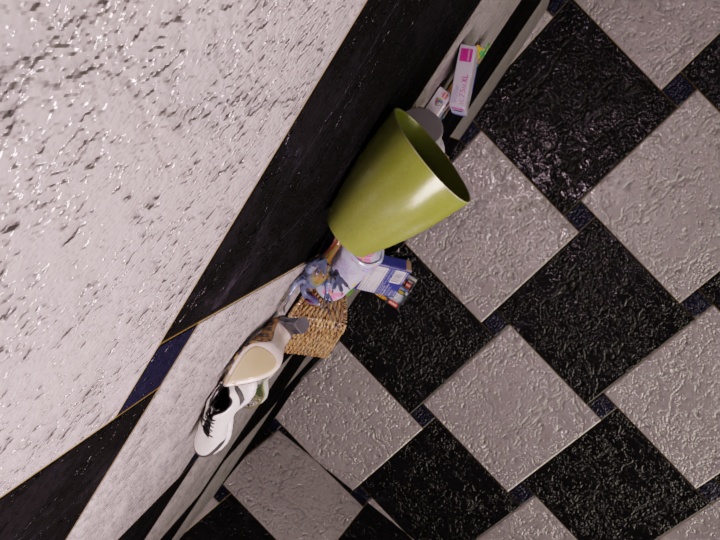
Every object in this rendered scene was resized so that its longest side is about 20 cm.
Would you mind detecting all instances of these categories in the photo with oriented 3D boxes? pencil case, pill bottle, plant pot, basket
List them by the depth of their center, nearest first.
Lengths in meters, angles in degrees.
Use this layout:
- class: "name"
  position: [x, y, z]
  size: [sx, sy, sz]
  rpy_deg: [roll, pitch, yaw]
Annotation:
- class: "plant pot"
  position: [0.044, -0.121, 1.120]
  size: [0.199, 0.188, 0.187]
  rpy_deg: [-40, -178, 21]
- class: "pill bottle"
  position: [0.096, -0.202, 1.281]
  size: [0.112, 0.110, 0.201]
  rpy_deg: [-52, 167, -26]
- class: "pencil case"
  position: [-0.027, -0.013, 1.369]
  size: [0.083, 0.091, 0.200]
  rpy_deg: [-39, 179, -34]
- class: "basket"
  position: [-0.123, 0.104, 1.642]
  size: [0.201, 0.145, 0.146]
  rpy_deg: [120, -26, -57]

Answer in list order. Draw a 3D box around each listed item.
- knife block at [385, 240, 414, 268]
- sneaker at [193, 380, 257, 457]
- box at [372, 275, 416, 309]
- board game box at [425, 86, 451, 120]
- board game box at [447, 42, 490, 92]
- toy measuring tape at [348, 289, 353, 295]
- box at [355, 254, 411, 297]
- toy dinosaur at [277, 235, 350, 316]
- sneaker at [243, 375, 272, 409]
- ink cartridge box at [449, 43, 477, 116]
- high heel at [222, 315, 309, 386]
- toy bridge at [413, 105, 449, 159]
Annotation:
- class: "knife block"
  position: [0.030, -0.021, 1.590]
  size: [0.064, 0.174, 0.201]
  rpy_deg: [-49, 174, -44]
- class: "sneaker"
  position: [-0.271, 0.271, 1.299]
  size: [0.203, 0.073, 0.080]
  rpy_deg: [-61, 160, 18]
- class: "box"
  position: [0.035, 0.008, 1.727]
  size: [0.040, 0.198, 0.137]
  rpy_deg: [-56, 177, -24]
- class: "board game box"
  position: [0.133, -0.301, 1.516]
  size: [0.202, 0.034, 0.126]
  rpy_deg: [-56, 176, 11]
- class: "board game box"
  position: [0.236, -0.445, 1.618]
  size: [0.201, 0.030, 0.096]
  rpy_deg: [-54, 177, 18]
- class: "toy measuring tape"
  position: [-0.093, 0.057, 1.773]
  size: [0.198, 0.074, 0.074]
  rpy_deg: [-29, -167, 39]
- class: "box"
  position: [0.000, 0.000, 1.508]
  size: [0.122, 0.195, 0.033]
  rpy_deg: [122, -24, -54]
- class: "toy dinosaur"
  position: [-0.074, 0.014, 1.343]
  size: [0.204, 0.103, 0.181]
  rpy_deg: [-64, -164, -6]
- class: "sneaker"
  position: [-0.234, 0.231, 1.418]
  size: [0.088, 0.077, 0.202]
  rpy_deg: [-33, 158, -40]
- class: "ink cartridge box"
  position: [0.216, -0.391, 1.445]
  size: [0.200, 0.041, 0.122]
  rpy_deg: [-30, 131, -76]
- class: "high heel"
  position: [-0.194, 0.156, 1.311]
  size: [0.199, 0.072, 0.142]
  rpy_deg: [-38, -169, -26]
- class: "toy bridge"
  position: [0.134, -0.280, 1.403]
  size: [0.027, 0.067, 0.200]
  rpy_deg: [-42, 155, 2]
